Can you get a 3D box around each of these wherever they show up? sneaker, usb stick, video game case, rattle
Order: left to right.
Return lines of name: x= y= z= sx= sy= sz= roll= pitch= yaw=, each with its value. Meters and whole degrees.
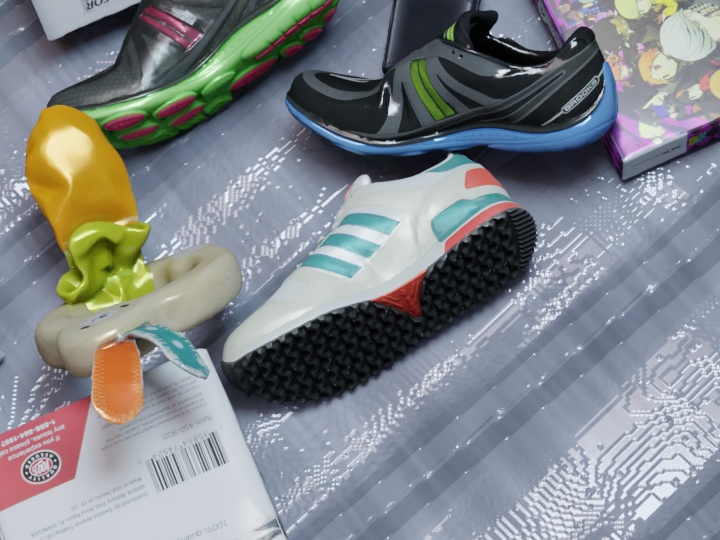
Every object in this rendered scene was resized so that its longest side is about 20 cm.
rattle: x=-0.138 y=-0.009 z=1.428 sx=0.129 sy=0.200 sz=0.144 roll=-3 pitch=102 yaw=8
sneaker: x=-0.107 y=-0.140 z=1.557 sx=0.199 sy=0.077 sz=0.084 roll=-33 pitch=75 yaw=-5
sneaker: x=0.000 y=0.000 z=1.502 sx=0.199 sy=0.070 sz=0.094 roll=-30 pitch=48 yaw=-4
usb stick: x=0.053 y=-0.201 z=1.595 sx=0.055 sy=0.033 sz=0.201 roll=4 pitch=67 yaw=13
sneaker: x=0.053 y=-0.112 z=1.510 sx=0.198 sy=0.071 sz=0.083 roll=-2 pitch=110 yaw=20
video game case: x=0.197 y=-0.178 z=1.553 sx=0.180 sy=0.036 sz=0.201 roll=-23 pitch=71 yaw=-4

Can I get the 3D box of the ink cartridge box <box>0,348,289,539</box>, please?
ink cartridge box: x=-0.110 y=0.168 z=1.423 sx=0.146 sy=0.083 sz=0.201 roll=-23 pitch=65 yaw=-3

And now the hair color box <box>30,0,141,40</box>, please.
hair color box: x=-0.185 y=-0.253 z=1.566 sx=0.099 sy=0.201 sz=0.061 roll=-23 pitch=22 yaw=-3

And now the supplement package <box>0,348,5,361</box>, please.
supplement package: x=-0.334 y=0.050 z=1.444 sx=0.147 sy=0.191 sz=0.200 roll=33 pitch=74 yaw=20
